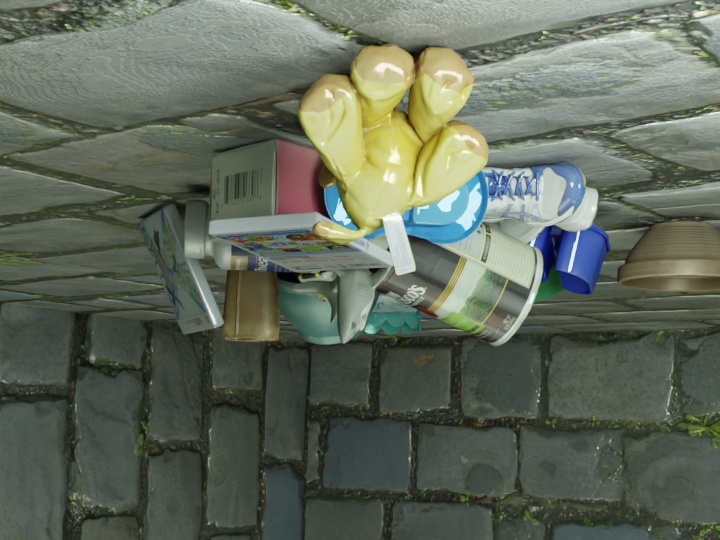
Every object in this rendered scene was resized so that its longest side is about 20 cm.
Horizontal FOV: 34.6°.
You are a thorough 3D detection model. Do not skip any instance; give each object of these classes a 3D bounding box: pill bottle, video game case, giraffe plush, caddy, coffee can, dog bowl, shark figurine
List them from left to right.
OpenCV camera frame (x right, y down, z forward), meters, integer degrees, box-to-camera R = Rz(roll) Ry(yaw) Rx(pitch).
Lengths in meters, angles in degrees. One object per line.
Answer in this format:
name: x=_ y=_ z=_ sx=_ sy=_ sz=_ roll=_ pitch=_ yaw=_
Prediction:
video game case: x=-0.289 y=0.002 z=1.839 sx=0.022 sy=0.202 sz=0.182 roll=-23 pitch=-176 yaw=-25
pill bottle: x=-0.152 y=-0.055 z=1.658 sx=0.197 sy=0.113 sz=0.111 roll=3 pitch=172 yaw=-6
video game case: x=-0.065 y=-0.030 z=1.348 sx=0.142 sy=0.018 sz=0.200 roll=-2 pitch=167 yaw=26
shark figurine: x=-0.029 y=0.007 z=1.497 sx=0.089 sy=0.129 sz=0.214 roll=28 pitch=-178 yaw=-15
giraffe plush: x=0.021 y=-0.119 z=1.073 sx=0.170 sy=0.202 sz=0.162 roll=-1 pitch=-158 yaw=-7
dog bowl: x=0.051 y=-0.092 z=1.377 sx=0.197 sy=0.113 sz=0.050 roll=3 pitch=-174 yaw=-11
coffee can: x=0.123 y=-0.005 z=1.544 sx=0.198 sy=0.148 sz=0.146 roll=24 pitch=167 yaw=-14
caddy: x=0.292 y=-0.039 z=1.700 sx=0.140 sy=0.106 sz=0.200 roll=17 pitch=173 yaw=17

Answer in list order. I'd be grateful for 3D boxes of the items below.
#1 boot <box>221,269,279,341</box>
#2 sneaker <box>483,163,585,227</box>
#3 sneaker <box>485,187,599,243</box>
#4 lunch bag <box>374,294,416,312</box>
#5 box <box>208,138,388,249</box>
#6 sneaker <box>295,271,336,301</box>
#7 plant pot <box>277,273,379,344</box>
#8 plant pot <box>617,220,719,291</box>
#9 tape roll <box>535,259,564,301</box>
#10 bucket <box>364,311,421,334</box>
boot: x=-0.202 y=0.009 z=1.809 sx=0.173 sy=0.203 sz=0.066 roll=-3 pitch=171 yaw=31
sneaker: x=0.183 y=-0.094 z=1.431 sx=0.088 sy=0.076 sz=0.199 roll=10 pitch=169 yaw=-43
sneaker: x=0.226 y=-0.087 z=1.559 sx=0.086 sy=0.075 sz=0.199 roll=21 pitch=156 yaw=-33
lunch bag: x=0.035 y=0.022 z=2.135 sx=0.168 sy=0.129 sz=0.200 roll=2 pitch=163 yaw=0
box: x=-0.075 y=-0.083 z=1.440 sx=0.127 sy=0.110 sz=0.199 roll=-8 pitch=168 yaw=42
sneaker: x=0.000 y=0.000 z=1.703 sx=0.198 sy=0.076 sz=0.077 roll=-5 pitch=136 yaw=37
plant pot: x=-0.053 y=0.036 z=1.886 sx=0.198 sy=0.136 sz=0.201 roll=-5 pitch=-155 yaw=2
plant pot: x=0.501 y=-0.024 z=1.803 sx=0.198 sy=0.094 sz=0.201 roll=1 pitch=172 yaw=0
tape roll: x=0.265 y=0.012 z=1.986 sx=0.198 sy=0.049 sz=0.201 roll=-15 pitch=-167 yaw=3
bucket: x=0.027 y=0.053 z=2.326 sx=0.204 sy=0.137 sz=0.207 roll=3 pitch=172 yaw=0
